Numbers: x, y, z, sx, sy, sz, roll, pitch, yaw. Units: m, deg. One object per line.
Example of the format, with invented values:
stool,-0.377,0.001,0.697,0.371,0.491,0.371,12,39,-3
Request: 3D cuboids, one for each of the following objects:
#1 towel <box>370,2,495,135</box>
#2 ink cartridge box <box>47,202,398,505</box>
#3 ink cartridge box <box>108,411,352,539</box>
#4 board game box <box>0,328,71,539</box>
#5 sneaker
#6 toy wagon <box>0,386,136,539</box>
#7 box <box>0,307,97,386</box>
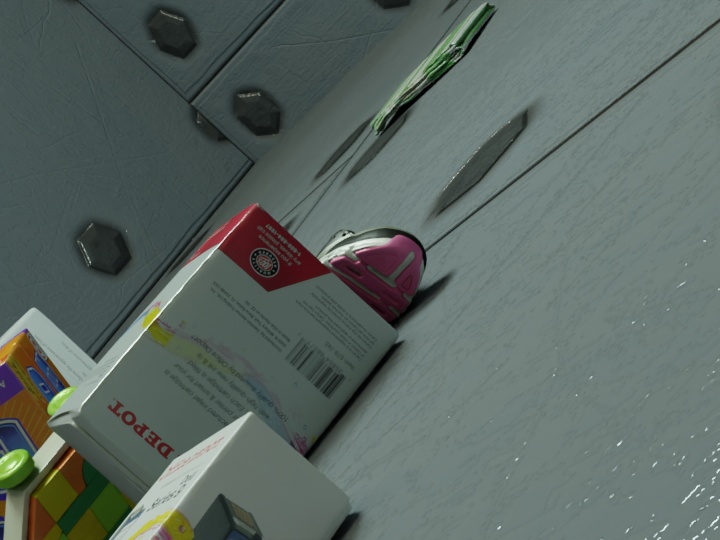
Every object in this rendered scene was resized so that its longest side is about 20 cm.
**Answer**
towel,0.098,-0.278,2.302,0.200,0.023,0.153,-42,9,39
ink cartridge box,-0.103,0.081,1.219,0.200,0.145,0.145,-50,9,-20
ink cartridge box,-0.112,0.192,0.959,0.200,0.088,0.145,-50,8,-29
board game box,-0.320,0.199,1.464,0.200,0.200,0.200,-36,8,-2
sneaker,0.000,0.000,1.316,0.087,0.074,0.200,-60,8,-30
toy wagon,-0.194,0.162,1.300,0.040,0.155,0.200,1,42,42
box,-0.421,0.183,2.179,0.131,0.200,0.199,-51,9,-33
